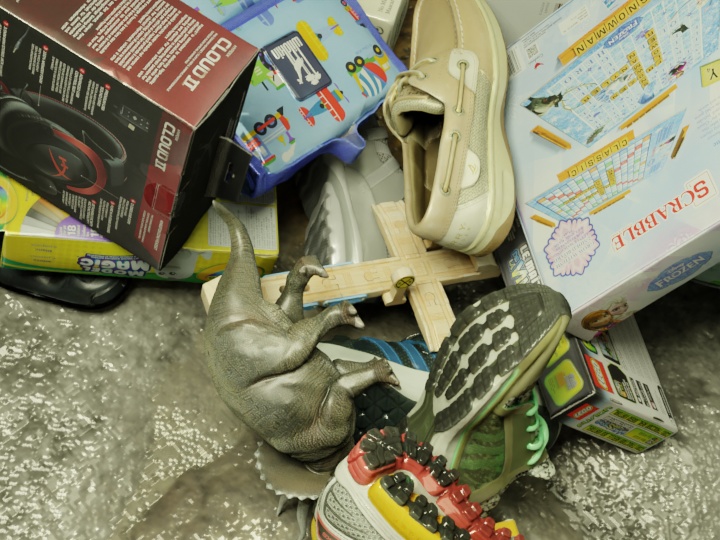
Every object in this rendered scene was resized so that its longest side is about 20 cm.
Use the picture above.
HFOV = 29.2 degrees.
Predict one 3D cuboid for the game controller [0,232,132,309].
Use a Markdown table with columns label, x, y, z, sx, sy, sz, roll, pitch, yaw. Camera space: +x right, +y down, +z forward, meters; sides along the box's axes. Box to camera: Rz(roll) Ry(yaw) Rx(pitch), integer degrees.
| label | x | y | z | sx | sy | sz | roll | pitch | yaw |
| --- | --- | --- | --- | --- | --- | --- | --- | --- | --- |
| game controller | -0.181 | -0.063 | 0.951 | 0.103 | 0.042 | 0.201 | 9 | 53 | 15 |

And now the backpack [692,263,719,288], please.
| label | x | y | z | sx | sy | sz | roll | pitch | yaw |
| --- | --- | --- | --- | --- | --- | --- | --- | --- | --- |
| backpack | 0.270 | -0.066 | 0.919 | 0.176 | 0.201 | 0.151 | 15 | 53 | 31 |

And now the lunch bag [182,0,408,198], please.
| label | x | y | z | sx | sy | sz | roll | pitch | yaw |
| --- | --- | --- | --- | --- | --- | --- | --- | --- | --- |
| lunch bag | -0.074 | -0.140 | 0.906 | 0.200 | 0.094 | 0.150 | 45 | 53 | 8 |

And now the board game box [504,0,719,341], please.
| label | x | y | z | sx | sy | sz | roll | pitch | yaw |
| --- | --- | --- | --- | --- | --- | --- | --- | --- | --- |
| board game box | 0.177 | -0.092 | 0.834 | 0.041 | 0.199 | 0.201 | 24 | 42 | -45 |

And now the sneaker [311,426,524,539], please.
| label | x | y | z | sx | sy | sz | roll | pitch | yaw |
| --- | --- | --- | --- | --- | --- | --- | --- | --- | --- |
| sneaker | 0.056 | 0.179 | 0.759 | 0.200 | 0.082 | 0.078 | 45 | 29 | 5 |

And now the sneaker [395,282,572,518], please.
| label | x | y | z | sx | sy | sz | roll | pitch | yaw |
| --- | --- | --- | --- | --- | --- | --- | --- | --- | --- |
| sneaker | 0.081 | 0.088 | 0.805 | 0.088 | 0.201 | 0.077 | 17 | 38 | -18 |

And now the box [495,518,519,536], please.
| label | x | y | z | sx | sy | sz | roll | pitch | yaw |
| --- | --- | --- | --- | --- | --- | --- | --- | --- | --- |
| box | 0.062 | 0.249 | 0.773 | 0.118 | 0.042 | 0.202 | -9 | 60 | -15 |

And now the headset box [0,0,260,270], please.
| label | x | y | z | sx | sy | sz | roll | pitch | yaw |
| --- | --- | --- | --- | --- | --- | --- | --- | --- | --- |
| headset box | -0.153 | -0.101 | 0.802 | 0.199 | 0.149 | 0.075 | 31 | 55 | 4 |

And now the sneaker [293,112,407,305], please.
| label | x | y | z | sx | sy | sz | roll | pitch | yaw |
| --- | --- | --- | --- | --- | --- | --- | --- | --- | --- |
| sneaker | 0.002 | -0.061 | 0.965 | 0.081 | 0.075 | 0.202 | 8 | 61 | -20 |

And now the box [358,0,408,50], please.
| label | x | y | z | sx | sy | sz | roll | pitch | yaw |
| --- | --- | --- | --- | --- | --- | --- | --- | --- | --- |
| box | -0.063 | -0.219 | 1.051 | 0.198 | 0.069 | 0.083 | 17 | 55 | 2 |

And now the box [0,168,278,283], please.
| label | x | y | z | sx | sy | sz | roll | pitch | yaw |
| --- | --- | --- | --- | --- | --- | --- | --- | --- | --- |
| box | -0.155 | -0.054 | 0.891 | 0.198 | 0.048 | 0.118 | 6 | 58 | -16 |

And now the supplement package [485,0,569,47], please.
| label | x | y | z | sx | sy | sz | roll | pitch | yaw |
| --- | --- | --- | --- | --- | --- | --- | --- | --- | --- |
| supplement package | 0.135 | -0.224 | 1.036 | 0.150 | 0.151 | 0.202 | 2 | 55 | -7 |

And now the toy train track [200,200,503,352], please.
| label | x | y | z | sx | sy | sz | roll | pitch | yaw |
| --- | --- | --- | --- | --- | --- | --- | --- | --- | --- |
| toy train track | 0.000 | 0.000 | 0.858 | 0.198 | 0.033 | 0.116 | -9 | 58 | -22 |

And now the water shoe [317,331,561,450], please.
| label | x | y | z | sx | sy | sz | roll | pitch | yaw |
| --- | --- | --- | --- | --- | --- | --- | --- | --- | --- |
| water shoe | 0.029 | 0.075 | 0.880 | 0.198 | 0.072 | 0.079 | 12 | 30 | -3 |

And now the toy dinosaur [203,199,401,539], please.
| label | x | y | z | sx | sy | sz | roll | pitch | yaw |
| --- | --- | --- | --- | --- | --- | --- | --- | --- | --- |
| toy dinosaur | -0.043 | 0.057 | 0.791 | 0.102 | 0.077 | 0.201 | -33 | 105 | -6 |

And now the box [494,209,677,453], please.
| label | x | y | z | sx | sy | sz | roll | pitch | yaw |
| --- | --- | --- | --- | --- | --- | --- | --- | --- | --- |
| box | 0.137 | 0.014 | 0.909 | 0.110 | 0.035 | 0.202 | 25 | 41 | -46 |

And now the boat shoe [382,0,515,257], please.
| label | x | y | z | sx | sy | sz | roll | pitch | yaw |
| --- | --- | --- | --- | --- | --- | --- | --- | --- | --- |
| boat shoe | 0.051 | -0.106 | 0.878 | 0.064 | 0.072 | 0.202 | 12 | 60 | -27 |
